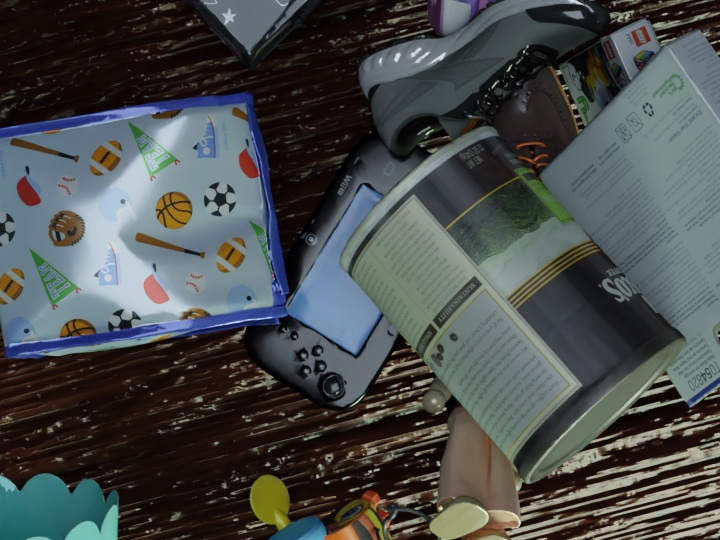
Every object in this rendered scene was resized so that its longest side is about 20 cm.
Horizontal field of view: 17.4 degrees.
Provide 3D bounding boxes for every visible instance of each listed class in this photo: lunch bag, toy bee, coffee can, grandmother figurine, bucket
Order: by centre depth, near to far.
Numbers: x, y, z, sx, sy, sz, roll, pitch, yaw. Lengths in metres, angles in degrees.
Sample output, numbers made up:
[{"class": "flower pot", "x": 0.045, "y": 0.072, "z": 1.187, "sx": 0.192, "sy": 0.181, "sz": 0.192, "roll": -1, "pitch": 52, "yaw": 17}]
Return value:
[{"class": "coffee can", "x": 0.103, "y": 0.023, "z": 1.605, "sx": 0.146, "sy": 0.146, "sz": 0.200, "roll": -41, "pitch": 77, "yaw": -1}, {"class": "bucket", "x": -0.263, "y": 0.229, "z": 1.635, "sx": 0.206, "sy": 0.207, "sz": 0.136, "roll": -2, "pitch": 98, "yaw": -1}, {"class": "grandmother figurine", "x": 0.085, "y": 0.113, "z": 1.666, "sx": 0.060, "sy": 0.201, "sz": 0.122, "roll": -13, "pitch": 134, "yaw": 17}, {"class": "lunch bag", "x": -0.158, "y": -0.031, "z": 1.675, "sx": 0.199, "sy": 0.124, "sz": 0.171, "roll": -10, "pitch": 89, "yaw": 6}, {"class": "toy bee", "x": -0.019, "y": 0.209, "z": 1.698, "sx": 0.199, "sy": 0.109, "sz": 0.132, "roll": -2, "pitch": 108, "yaw": 19}]

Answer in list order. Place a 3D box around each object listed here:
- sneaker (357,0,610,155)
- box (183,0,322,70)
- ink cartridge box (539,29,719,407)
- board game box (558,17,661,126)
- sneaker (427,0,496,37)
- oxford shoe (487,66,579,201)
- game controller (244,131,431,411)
[{"class": "sneaker", "x": 0.092, "y": -0.141, "z": 1.669, "sx": 0.199, "sy": 0.074, "sz": 0.080, "roll": -22, "pitch": 69, "yaw": 30}, {"class": "box", "x": -0.101, "y": -0.263, "z": 1.680, "sx": 0.132, "sy": 0.115, "sz": 0.200, "roll": -43, "pitch": 92, "yaw": -3}, {"class": "ink cartridge box", "x": 0.226, "y": -0.031, "z": 1.582, "sx": 0.040, "sy": 0.200, "sz": 0.201, "roll": -25, "pitch": 79, "yaw": -31}, {"class": "board game box", "x": 0.212, "y": -0.073, "z": 1.680, "sx": 0.034, "sy": 0.126, "sz": 0.201, "roll": -24, "pitch": 90, "yaw": -13}, {"class": "sneaker", "x": 0.098, "y": -0.268, "z": 1.707, "sx": 0.088, "sy": 0.080, "sz": 0.202, "roll": 2, "pitch": 96, "yaw": -6}, {"class": "oxford shoe", "x": 0.132, "y": -0.072, "z": 1.705, "sx": 0.071, "sy": 0.073, "sz": 0.201, "roll": -12, "pitch": 90, "yaw": -1}, {"class": "game controller", "x": 0.000, "y": 0.000, "z": 1.718, "sx": 0.104, "sy": 0.042, "sz": 0.201, "roll": 31, "pitch": 88, "yaw": -1}]
